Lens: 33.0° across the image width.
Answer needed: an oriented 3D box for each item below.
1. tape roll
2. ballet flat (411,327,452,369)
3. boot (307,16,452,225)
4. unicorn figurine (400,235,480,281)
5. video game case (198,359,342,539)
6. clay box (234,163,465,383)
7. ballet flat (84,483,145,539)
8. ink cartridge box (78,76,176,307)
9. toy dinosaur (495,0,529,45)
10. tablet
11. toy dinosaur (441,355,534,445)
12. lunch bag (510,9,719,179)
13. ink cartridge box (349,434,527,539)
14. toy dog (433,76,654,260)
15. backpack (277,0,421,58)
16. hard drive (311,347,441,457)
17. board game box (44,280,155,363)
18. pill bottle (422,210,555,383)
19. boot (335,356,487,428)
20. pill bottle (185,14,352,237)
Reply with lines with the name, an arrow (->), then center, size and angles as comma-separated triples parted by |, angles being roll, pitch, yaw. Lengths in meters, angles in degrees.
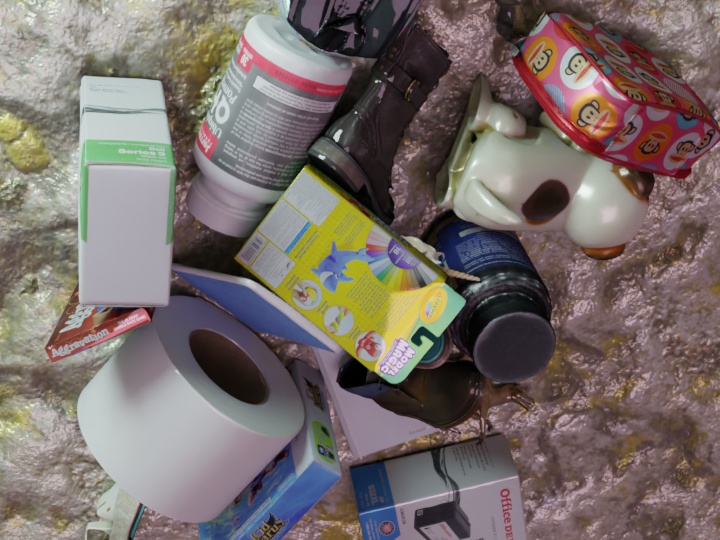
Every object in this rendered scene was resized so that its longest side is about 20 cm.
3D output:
tape roll -> -0.178, 0.145, 1.289 | 0.202, 0.203, 0.139 | 34, 110, -26
ballet flat -> 0.038, 0.048, 1.284 | 0.068, 0.200, 0.067 | -53, 139, 1
boot -> 0.037, -0.146, 1.215 | 0.174, 0.069, 0.200 | -54, 158, -5
unicorn figurine -> 0.000, 0.000, 1.239 | 0.074, 0.200, 0.138 | 17, 112, -54
video game case -> -0.109, 0.226, 1.360 | 0.045, 0.182, 0.200 | 33, 110, -25
clay box -> -0.007, 0.005, 1.166 | 0.200, 0.048, 0.115 | 39, 101, -1
ballet flat -> -0.292, 0.301, 1.445 | 0.062, 0.068, 0.201 | 16, 117, -8
ink cartridge box -> -0.223, -0.079, 1.146 | 0.084, 0.200, 0.147 | 0, 121, -13
toy dinosaur -> 0.155, -0.310, 1.165 | 0.088, 0.048, 0.201 | -15, 119, 7
tablet -> -0.110, 0.036, 1.250 | 0.130, 0.200, 0.014 | 39, 75, -28
toy dinosaur -> 0.117, 0.138, 1.414 | 0.200, 0.058, 0.102 | 31, 76, -37
lunch bag -> 0.244, -0.180, 1.181 | 0.199, 0.177, 0.082 | 11, 129, -41
ink cartridge box -> 0.099, 0.301, 1.499 | 0.199, 0.084, 0.146 | -13, 122, -2
toy dog -> 0.194, -0.091, 1.222 | 0.199, 0.194, 0.140 | 16, 108, -9
backpack -> 0.005, -0.288, 1.095 | 0.166, 0.127, 0.201 | 21, 101, -8
hard drive -> 0.025, 0.118, 1.410 | 0.131, 0.026, 0.201 | -18, 122, 1
board game box -> -0.246, 0.027, 1.206 | 0.103, 0.200, 0.020 | -24, 108, 5
pill bottle -> 0.135, 0.025, 1.270 | 0.111, 0.200, 0.112 | -5, 121, -8
boot -> 0.052, 0.124, 1.299 | 0.096, 0.200, 0.075 | 16, 74, -23
pill bottle -> -0.096, -0.136, 1.185 | 0.110, 0.111, 0.201 | 19, 116, -20
